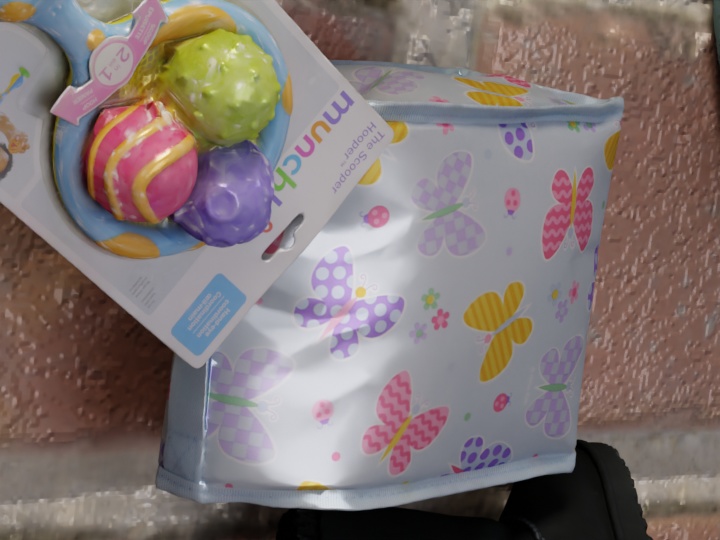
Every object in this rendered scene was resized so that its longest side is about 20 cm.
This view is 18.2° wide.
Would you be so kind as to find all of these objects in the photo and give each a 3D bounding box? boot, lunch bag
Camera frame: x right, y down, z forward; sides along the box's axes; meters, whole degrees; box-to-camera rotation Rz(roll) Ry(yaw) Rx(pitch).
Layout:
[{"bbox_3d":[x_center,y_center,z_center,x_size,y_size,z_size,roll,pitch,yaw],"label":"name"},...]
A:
[{"bbox_3d":[0.042,0.126,0.987,0.161,0.198,0.074,5,110,-9],"label":"boot"},{"bbox_3d":[0.000,0.000,0.919,0.199,0.127,0.171,-7,106,-47],"label":"lunch bag"}]

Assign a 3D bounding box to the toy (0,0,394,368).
[{"bbox_3d":[-0.066,-0.052,0.751,0.115,0.047,0.200,-49,130,-4],"label":"toy"}]

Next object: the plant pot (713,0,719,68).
[{"bbox_3d":[0.286,-0.145,1.078,0.196,0.195,0.201,-31,109,-29],"label":"plant pot"}]
